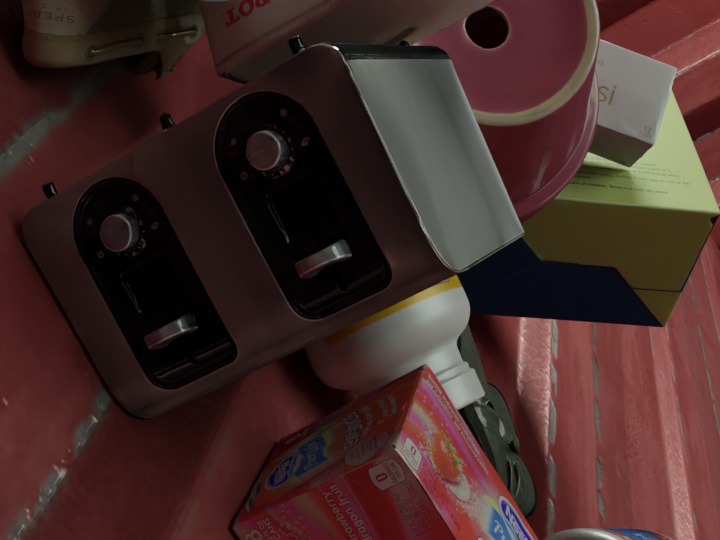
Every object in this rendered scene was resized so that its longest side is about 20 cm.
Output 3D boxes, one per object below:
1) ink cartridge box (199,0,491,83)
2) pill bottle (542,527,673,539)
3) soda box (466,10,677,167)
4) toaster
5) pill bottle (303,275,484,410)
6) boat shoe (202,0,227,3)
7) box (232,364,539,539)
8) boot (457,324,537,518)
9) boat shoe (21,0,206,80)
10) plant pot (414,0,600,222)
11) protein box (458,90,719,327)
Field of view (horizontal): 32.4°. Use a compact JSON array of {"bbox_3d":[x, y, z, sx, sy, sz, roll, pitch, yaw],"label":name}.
[{"bbox_3d":[-0.024,-0.215,0.663,0.085,0.145,0.201,-1,71,-56],"label":"ink cartridge box"},{"bbox_3d":[0.189,0.241,0.886,0.200,0.112,0.113,20,46,-60],"label":"pill bottle"},{"bbox_3d":[0.134,-0.150,0.951,0.064,0.199,0.068,112,-2,-77],"label":"soda box"},{"bbox_3d":[-0.033,-0.026,0.607,0.119,0.180,0.200,65,22,0],"label":"toaster"},{"bbox_3d":[0.000,0.000,0.750,0.201,0.104,0.104,65,21,6],"label":"pill bottle"},{"bbox_3d":[-0.137,-0.208,0.617,0.200,0.068,0.072,37,23,12],"label":"boat shoe"},{"bbox_3d":[0.037,0.167,0.639,0.201,0.102,0.095,57,21,-11],"label":"box"},{"bbox_3d":[0.066,0.082,0.878,0.131,0.067,0.201,23,51,-66],"label":"boot"},{"bbox_3d":[-0.127,-0.143,0.697,0.200,0.072,0.065,-29,131,-69],"label":"boat shoe"},{"bbox_3d":[0.074,-0.131,0.820,0.201,0.199,0.179,64,-9,6],"label":"plant pot"},{"bbox_3d":[0.168,-0.075,1.057,0.201,0.197,0.135,-95,-166,-45],"label":"protein box"}]
